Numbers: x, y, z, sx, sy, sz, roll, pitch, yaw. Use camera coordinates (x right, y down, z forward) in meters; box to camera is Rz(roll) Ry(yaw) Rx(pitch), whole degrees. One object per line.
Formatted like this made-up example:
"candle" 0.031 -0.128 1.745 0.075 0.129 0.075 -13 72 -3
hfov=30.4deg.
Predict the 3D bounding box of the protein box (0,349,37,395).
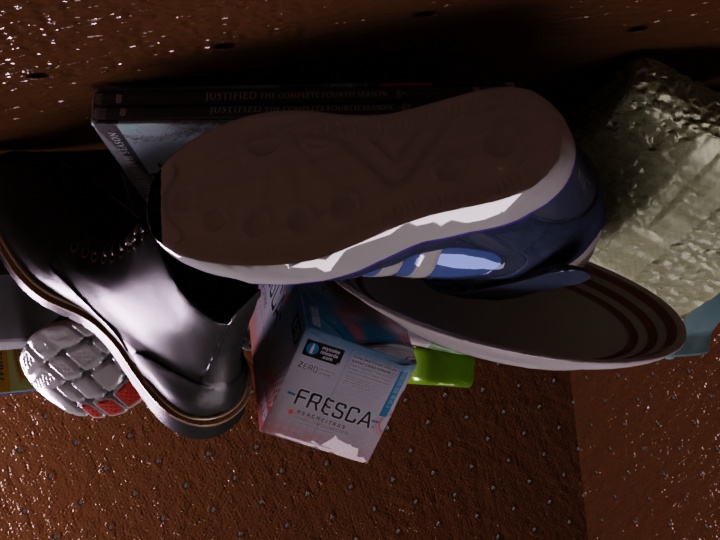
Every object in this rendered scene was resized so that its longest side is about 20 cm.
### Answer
"protein box" -0.302 0.039 1.158 0.196 0.137 0.200 -7 176 17

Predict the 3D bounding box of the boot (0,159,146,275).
"boot" -0.188 -0.032 0.870 0.184 0.065 0.200 -7 -179 -10

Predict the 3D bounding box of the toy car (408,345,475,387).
"toy car" -0.002 0.011 1.144 0.197 0.167 0.158 4 175 -5

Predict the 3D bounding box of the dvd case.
"dvd case" -0.022 -0.057 0.677 0.197 0.022 0.146 1 164 4

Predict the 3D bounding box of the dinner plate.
"dinner plate" 0.071 0.015 0.697 0.197 0.025 0.200 12 -164 -4

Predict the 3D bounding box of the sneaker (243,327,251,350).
"sneaker" -0.102 0.021 1.053 0.199 0.084 0.077 35 -158 -3

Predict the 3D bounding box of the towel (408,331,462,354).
"towel" 0.000 0.000 0.943 0.198 0.024 0.153 17 -155 -39

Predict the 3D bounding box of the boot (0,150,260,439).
"boot" -0.123 -0.019 0.688 0.077 0.200 0.139 -44 168 -28

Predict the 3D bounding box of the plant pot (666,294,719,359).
"plant pot" 0.221 0.001 1.074 0.197 0.136 0.200 0 180 0

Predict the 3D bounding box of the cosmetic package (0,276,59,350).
"cosmetic package" -0.263 0.001 0.896 0.089 0.108 0.200 -7 174 17

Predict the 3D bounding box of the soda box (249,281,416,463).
"soda box" -0.023 0.018 0.748 0.063 0.069 0.201 18 -156 -17

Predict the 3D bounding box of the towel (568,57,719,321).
"towel" 0.166 -0.038 0.757 0.147 0.037 0.200 22 148 -8

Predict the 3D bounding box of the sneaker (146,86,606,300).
"sneaker" 0.016 -0.017 0.626 0.197 0.082 0.147 -10 157 14

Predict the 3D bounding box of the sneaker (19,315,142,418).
"sneaker" -0.142 0.029 0.871 0.199 0.077 0.082 -30 -162 33
